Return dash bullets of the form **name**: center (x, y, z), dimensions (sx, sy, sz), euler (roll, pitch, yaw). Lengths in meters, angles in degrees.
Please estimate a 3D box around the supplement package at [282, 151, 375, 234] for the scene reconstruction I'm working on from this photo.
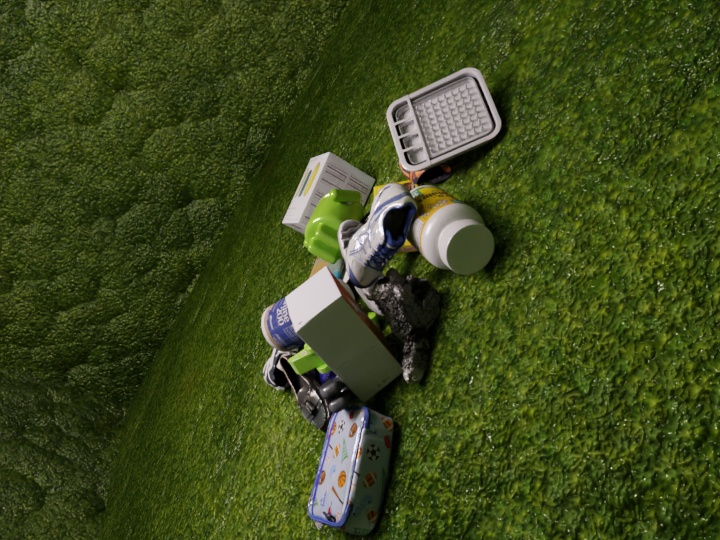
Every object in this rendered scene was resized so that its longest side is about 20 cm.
- **supplement package**: center (-0.088, -0.186, 1.399), dimensions (0.152, 0.150, 0.201), euler (11, 76, 65)

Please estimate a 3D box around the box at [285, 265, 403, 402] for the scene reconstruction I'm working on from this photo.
- **box**: center (-0.028, 0.112, 0.916), dimensions (0.097, 0.200, 0.124), euler (-38, 29, 2)

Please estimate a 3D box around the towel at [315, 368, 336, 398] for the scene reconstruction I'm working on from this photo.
- **towel**: center (-0.070, 0.184, 1.131), dimensions (0.147, 0.049, 0.201), euler (-31, 40, 51)

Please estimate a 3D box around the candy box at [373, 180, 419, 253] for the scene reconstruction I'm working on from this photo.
- **candy box**: center (0.077, -0.113, 1.088), dimensions (0.102, 0.026, 0.201), euler (-10, 46, 13)

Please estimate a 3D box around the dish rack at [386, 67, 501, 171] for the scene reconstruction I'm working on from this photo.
- **dish rack**: center (0.161, -0.285, 1.011), dimensions (0.199, 0.044, 0.173), euler (-21, 65, 16)

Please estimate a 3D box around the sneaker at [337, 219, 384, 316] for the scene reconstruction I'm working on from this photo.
- **sneaker**: center (0.000, 0.000, 1.019), dimensions (0.074, 0.201, 0.082), euler (-26, 8, -28)

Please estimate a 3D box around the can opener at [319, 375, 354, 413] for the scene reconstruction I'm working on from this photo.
- **can opener**: center (-0.043, 0.222, 0.932), dimensions (0.066, 0.053, 0.200), euler (-30, -7, -2)

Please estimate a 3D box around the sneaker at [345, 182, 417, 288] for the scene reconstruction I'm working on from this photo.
- **sneaker**: center (0.032, -0.049, 0.887), dimensions (0.088, 0.075, 0.201), euler (-119, 46, -60)

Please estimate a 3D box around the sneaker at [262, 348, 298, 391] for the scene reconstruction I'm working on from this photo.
- **sneaker**: center (-0.178, 0.206, 1.290), dimensions (0.200, 0.079, 0.129), euler (-64, 26, 0)

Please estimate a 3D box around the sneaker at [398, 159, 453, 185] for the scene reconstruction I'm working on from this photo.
- **sneaker**: center (0.172, -0.253, 1.063), dimensions (0.200, 0.077, 0.112), euler (-50, 41, 21)

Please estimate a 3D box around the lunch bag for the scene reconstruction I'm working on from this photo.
- **lunch bag**: center (-0.021, 0.331, 0.868), dimensions (0.160, 0.075, 0.201), euler (-24, 45, 58)

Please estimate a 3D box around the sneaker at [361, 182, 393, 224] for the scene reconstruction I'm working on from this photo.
- **sneaker**: center (0.048, -0.122, 1.159), dimensions (0.074, 0.080, 0.201), euler (-34, 37, 51)

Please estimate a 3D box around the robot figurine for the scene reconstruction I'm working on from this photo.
- **robot figurine**: center (-0.055, -0.103, 1.167), dimensions (0.176, 0.115, 0.200), euler (-60, 7, 38)

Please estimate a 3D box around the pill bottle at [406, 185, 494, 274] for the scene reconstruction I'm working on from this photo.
- **pill bottle**: center (0.142, -0.069, 0.881), dimensions (0.113, 0.112, 0.200), euler (-58, 25, 12)

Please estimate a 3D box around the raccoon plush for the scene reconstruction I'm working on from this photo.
- **raccoon plush**: center (0.055, 0.091, 0.911), dimensions (0.134, 0.096, 0.201), euler (-16, 52, 55)

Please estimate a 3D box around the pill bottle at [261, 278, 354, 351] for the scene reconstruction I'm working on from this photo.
- **pill bottle**: center (-0.109, 0.091, 1.097), dimensions (0.199, 0.111, 0.112), euler (-28, 41, 36)

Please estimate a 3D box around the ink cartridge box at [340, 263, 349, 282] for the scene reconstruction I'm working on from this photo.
- **ink cartridge box**: center (-0.072, 0.049, 1.243), dimensions (0.200, 0.045, 0.176), euler (-52, 25, 10)

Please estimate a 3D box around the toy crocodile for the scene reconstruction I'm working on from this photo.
- **toy crocodile**: center (-0.051, 0.144, 1.036), dimensions (0.199, 0.068, 0.062), euler (-32, 22, 5)

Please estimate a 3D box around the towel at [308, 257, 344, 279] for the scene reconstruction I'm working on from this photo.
- **towel**: center (-0.082, 0.009, 1.236), dimensions (0.146, 0.022, 0.201), euler (-29, 34, 45)

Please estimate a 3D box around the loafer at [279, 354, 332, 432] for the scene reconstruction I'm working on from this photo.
- **loafer**: center (-0.113, 0.245, 1.048), dimensions (0.072, 0.063, 0.200), euler (-57, 38, 15)
